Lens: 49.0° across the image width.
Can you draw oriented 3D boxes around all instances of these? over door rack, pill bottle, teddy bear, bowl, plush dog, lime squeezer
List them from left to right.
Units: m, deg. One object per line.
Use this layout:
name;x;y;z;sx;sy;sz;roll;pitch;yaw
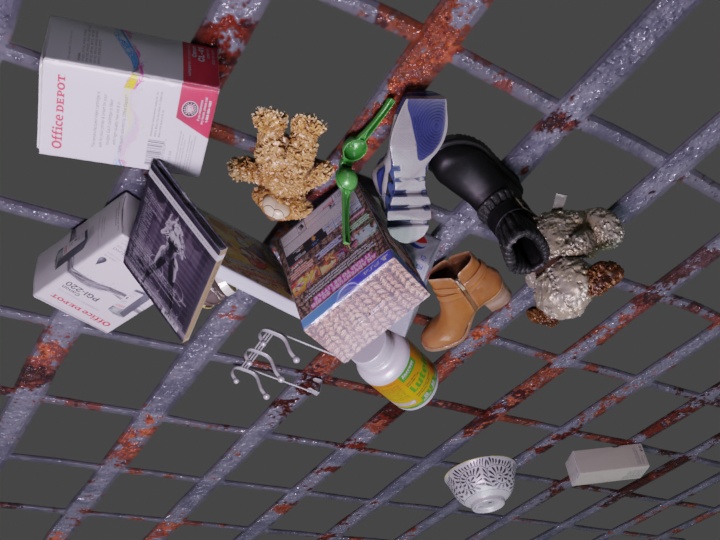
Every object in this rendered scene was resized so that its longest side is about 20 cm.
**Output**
teddy bear;-0.106;-0.139;1.085;0.142;0.068;0.201;13;136;-24
over door rack;-0.127;0.185;1.491;0.197;0.068;0.148;14;137;-28
lime squeezer;-0.003;-0.140;1.087;0.037;0.070;0.204;11;99;-52
pill bottle;0.059;0.176;1.485;0.110;0.113;0.200;-25;140;19
bowl;0.324;0.571;2.061;0.196;0.096;0.203;-6;141;-5
plush dog;0.322;-0.005;1.267;0.158;0.174;0.200;21;134;-34

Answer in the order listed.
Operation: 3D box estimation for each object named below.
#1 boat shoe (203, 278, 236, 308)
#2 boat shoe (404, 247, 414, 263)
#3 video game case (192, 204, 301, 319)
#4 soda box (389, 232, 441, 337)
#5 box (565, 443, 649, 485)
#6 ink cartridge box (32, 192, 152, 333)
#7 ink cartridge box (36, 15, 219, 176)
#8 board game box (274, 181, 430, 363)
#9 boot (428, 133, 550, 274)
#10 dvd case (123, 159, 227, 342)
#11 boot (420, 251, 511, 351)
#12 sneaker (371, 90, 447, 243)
boat shoe;-0.219;0.014;1.173;0.059;0.200;0.073;-31;100;-2
boat shoe;0.000;0.000;1.244;0.196;0.073;0.069;-9;137;30
video game case;-0.177;-0.021;1.131;0.199;0.182;0.023;31;104;-40
soda box;0.074;0.020;1.313;0.067;0.064;0.202;24;141;10
box;0.650;0.512;2.083;0.195;0.069;0.083;-3;142;-9
ink cartridge box;-0.367;-0.006;1.181;0.198;0.086;0.145;-28;139;24
ink cartridge box;-0.278;-0.204;0.948;0.196;0.087;0.149;8;140;-20
board game box;-0.017;-0.005;1.125;0.159;0.202;0.097;-38;131;12
boot;0.186;-0.094;1.133;0.209;0.160;0.079;22;133;-35
dvd case;-0.244;-0.020;1.018;0.016;0.149;0.201;-26;159;-41
boot;0.155;0.051;1.385;0.199;0.074;0.154;-39;137;15
sneaker;0.056;-0.152;1.099;0.079;0.115;0.204;1;112;-18
